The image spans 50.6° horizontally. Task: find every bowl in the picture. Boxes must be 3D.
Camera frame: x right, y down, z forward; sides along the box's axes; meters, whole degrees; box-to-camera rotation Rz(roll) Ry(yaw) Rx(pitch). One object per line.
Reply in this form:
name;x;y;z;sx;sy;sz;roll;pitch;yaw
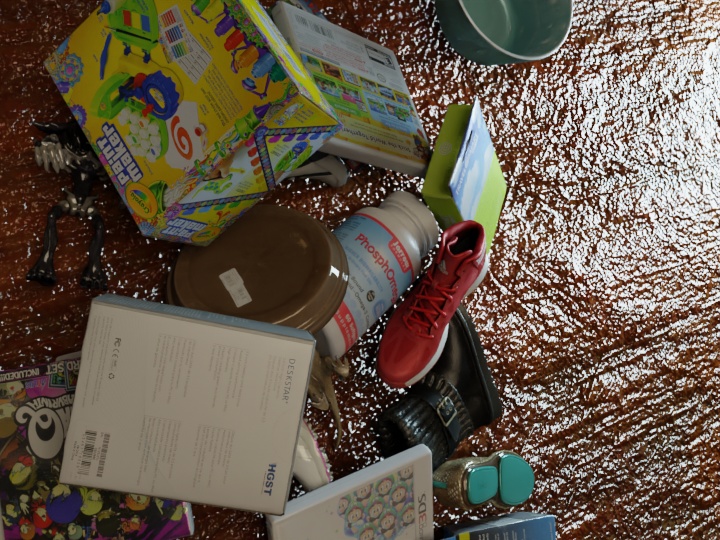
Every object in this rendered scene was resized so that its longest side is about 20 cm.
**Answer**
bowl;0.178;-0.363;1.029;0.196;0.104;0.207;5;80;-26

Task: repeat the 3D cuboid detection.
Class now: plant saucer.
plant saucer;-0.109;0.001;0.795;0.194;0.030;0.204;-2;49;3

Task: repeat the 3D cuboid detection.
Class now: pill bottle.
pill bottle;0.000;0.000;0.875;0.200;0.108;0.110;-43;101;-25

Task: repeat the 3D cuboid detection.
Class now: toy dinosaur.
toy dinosaur;-0.047;0.112;0.829;0.058;0.101;0.203;-34;104;-13

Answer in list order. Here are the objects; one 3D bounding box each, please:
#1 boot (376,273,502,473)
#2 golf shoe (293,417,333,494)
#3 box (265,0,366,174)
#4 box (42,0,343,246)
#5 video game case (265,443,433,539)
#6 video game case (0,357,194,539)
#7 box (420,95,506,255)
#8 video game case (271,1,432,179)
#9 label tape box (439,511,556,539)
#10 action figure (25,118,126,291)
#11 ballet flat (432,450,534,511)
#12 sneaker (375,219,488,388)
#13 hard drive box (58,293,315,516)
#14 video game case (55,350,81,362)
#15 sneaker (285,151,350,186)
boot;0.074;0.129;0.907;0.156;0.079;0.215;-27;94;-28
golf shoe;-0.102;0.171;0.824;0.090;0.075;0.203;-30;89;-16
box;-0.040;-0.227;0.900;0.200;0.037;0.137;47;36;-13
box;-0.157;-0.166;0.722;0.191;0.122;0.202;-37;77;12
video game case;-0.003;0.304;0.827;0.196;0.024;0.187;-16;115;-28
video game case;-0.267;0.176;0.723;0.194;0.036;0.187;-8;86;-11
box;0.129;-0.105;0.928;0.200;0.047;0.125;51;53;-57
video game case;-0.002;-0.200;0.872;0.197;0.023;0.186;7;58;-48
label tape box;0.146;0.376;0.904;0.195;0.063;0.149;2;81;-31
action figure;-0.271;-0.086;0.758;0.116;0.101;0.206;10;78;-31
ballet flat;0.146;0.252;0.923;0.198;0.064;0.073;23;68;-52
sneaker;0.075;0.026;0.837;0.077;0.116;0.203;26;71;17
hard drive box;-0.150;0.118;0.684;0.194;0.077;0.161;12;90;-9
video game case;-0.194;0.134;0.770;0.195;0.018;0.147;-14;85;-9
sneaker;-0.107;-0.121;0.868;0.198;0.129;0.080;28;23;-55
